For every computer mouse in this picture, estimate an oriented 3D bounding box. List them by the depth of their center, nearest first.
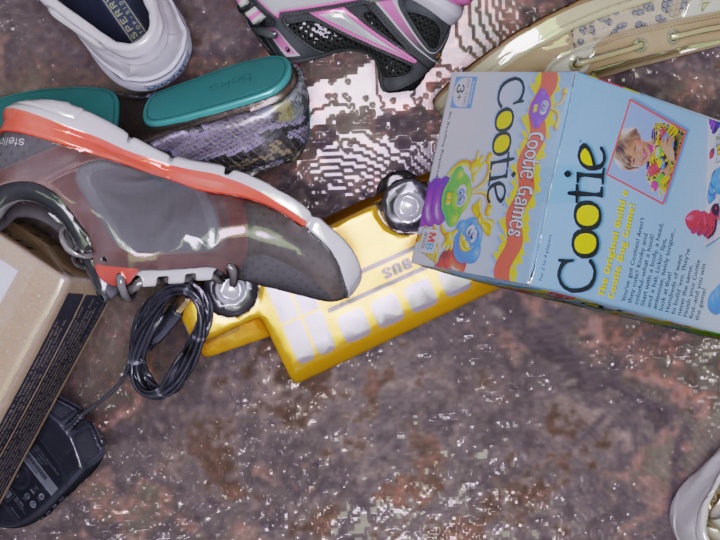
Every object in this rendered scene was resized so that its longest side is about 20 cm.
[{"bbox_3d":[-0.146,0.074,0.908,0.200,0.034,0.059,-41,82,23],"label":"computer mouse"}]

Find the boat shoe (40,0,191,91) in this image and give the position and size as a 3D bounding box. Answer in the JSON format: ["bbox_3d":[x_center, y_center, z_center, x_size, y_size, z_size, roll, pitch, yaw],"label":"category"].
[{"bbox_3d":[-0.161,-0.184,0.868,0.074,0.065,0.200,-44,78,-4],"label":"boat shoe"}]

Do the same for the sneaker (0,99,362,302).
[{"bbox_3d":[-0.099,-0.013,0.829,0.198,0.077,0.083,22,73,-1],"label":"sneaker"}]

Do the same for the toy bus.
[{"bbox_3d":[0.000,0.000,0.912,0.198,0.065,0.079,-25,98,1],"label":"toy bus"}]

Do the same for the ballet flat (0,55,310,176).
[{"bbox_3d":[-0.120,-0.066,0.899,0.198,0.072,0.073,-7,96,12],"label":"ballet flat"}]

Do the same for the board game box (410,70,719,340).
[{"bbox_3d":[0.142,-0.028,0.846,0.198,0.103,0.106,14,89,-33],"label":"board game box"}]

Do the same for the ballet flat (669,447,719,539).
[{"bbox_3d":[0.251,0.086,0.926,0.069,0.069,0.201,38,94,-5],"label":"ballet flat"}]

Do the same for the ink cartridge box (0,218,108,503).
[{"bbox_3d":[-0.257,0.026,0.878,0.199,0.075,0.166,30,95,12],"label":"ink cartridge box"}]

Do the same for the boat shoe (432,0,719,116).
[{"bbox_3d":[0.136,-0.120,0.898,0.198,0.073,0.063,-26,93,1],"label":"boat shoe"}]

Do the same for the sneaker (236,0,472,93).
[{"bbox_3d":[-0.041,-0.154,0.891,0.198,0.080,0.087,22,106,2],"label":"sneaker"}]
